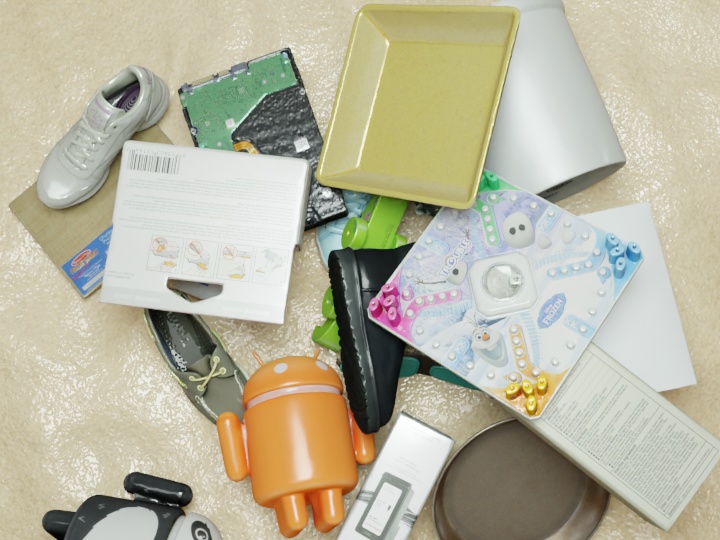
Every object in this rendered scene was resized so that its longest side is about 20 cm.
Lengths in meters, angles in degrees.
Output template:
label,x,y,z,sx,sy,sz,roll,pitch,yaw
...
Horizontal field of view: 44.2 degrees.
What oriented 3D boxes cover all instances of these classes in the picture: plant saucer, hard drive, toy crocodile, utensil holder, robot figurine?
label,x,y,z,sx,sy,sz,roll,pitch,yaw
plant saucer,0.171,0.238,0.951,0.200,0.032,0.201,-3,109,-8
hard drive,-0.109,-0.132,0.987,0.139,0.038,0.200,-20,82,0
toy crocodile,0.000,0.000,0.995,0.067,0.062,0.201,14,100,-24
utensil holder,0.181,-0.177,0.980,0.170,0.170,0.200,-22,82,-1
plant saucer,0.064,-0.168,0.911,0.200,0.048,0.201,14,90,36
robot figurine,-0.245,0.309,0.948,0.199,0.125,0.151,9,100,4
robot figurine,-0.068,0.179,0.951,0.144,0.117,0.201,-19,65,19

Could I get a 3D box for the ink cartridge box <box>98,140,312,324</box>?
label,x,y,z,sx,sy,sz,roll,pitch,yaw
ink cartridge box,-0.161,-0.039,0.935,0.199,0.045,0.177,7,82,4

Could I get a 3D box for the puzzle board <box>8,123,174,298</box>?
label,x,y,z,sx,sy,sz,roll,pitch,yaw
puzzle board,-0.300,-0.086,1.065,0.200,0.017,0.151,-41,83,-3

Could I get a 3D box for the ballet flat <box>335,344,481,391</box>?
label,x,y,z,sx,sy,sz,roll,pitch,yaw
ballet flat,0.073,0.091,1.004,0.199,0.068,0.075,7,60,-2

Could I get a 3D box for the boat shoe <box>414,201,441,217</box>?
label,x,y,z,sx,sy,sz,roll,pitch,yaw
boat shoe,0.089,-0.090,1.027,0.062,0.073,0.200,-25,79,14

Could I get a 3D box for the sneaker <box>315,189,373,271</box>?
label,x,y,z,sx,sy,sz,roll,pitch,yaw
sneaker,-0.015,-0.094,1.018,0.074,0.082,0.201,6,85,5

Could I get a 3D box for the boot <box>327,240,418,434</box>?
label,x,y,z,sx,sy,sz,roll,pitch,yaw
boot,0.062,0.060,0.934,0.168,0.076,0.201,-7,81,-16

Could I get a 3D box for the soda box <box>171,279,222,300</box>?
label,x,y,z,sx,sy,sz,roll,pitch,yaw
soda box,-0.143,-0.057,1.029,0.068,0.063,0.200,22,83,5

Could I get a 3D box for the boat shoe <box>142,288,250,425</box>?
label,x,y,z,sx,sy,sz,roll,pitch,yaw
boat shoe,-0.183,0.105,1.008,0.072,0.060,0.202,-35,82,-3

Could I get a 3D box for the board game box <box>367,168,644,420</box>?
label,x,y,z,sx,sy,sz,roll,pitch,yaw
board game box,0.138,0.010,0.860,0.200,0.026,0.200,31,76,23

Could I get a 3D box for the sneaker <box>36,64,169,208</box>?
label,x,y,z,sx,sy,sz,roll,pitch,yaw
sneaker,-0.308,-0.160,1.018,0.075,0.100,0.200,39,87,5

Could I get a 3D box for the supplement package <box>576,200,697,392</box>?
label,x,y,z,sx,sy,sz,roll,pitch,yaw
supplement package,0.253,0.044,0.972,0.155,0.111,0.201,-12,82,1

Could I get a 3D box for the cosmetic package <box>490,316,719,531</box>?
label,x,y,z,sx,sy,sz,roll,pitch,yaw
cosmetic package,0.238,0.148,0.866,0.200,0.073,0.104,39,85,7

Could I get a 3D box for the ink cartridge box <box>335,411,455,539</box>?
label,x,y,z,sx,sy,sz,roll,pitch,yaw
ink cartridge box,0.027,0.255,0.949,0.068,0.116,0.200,27,84,7
